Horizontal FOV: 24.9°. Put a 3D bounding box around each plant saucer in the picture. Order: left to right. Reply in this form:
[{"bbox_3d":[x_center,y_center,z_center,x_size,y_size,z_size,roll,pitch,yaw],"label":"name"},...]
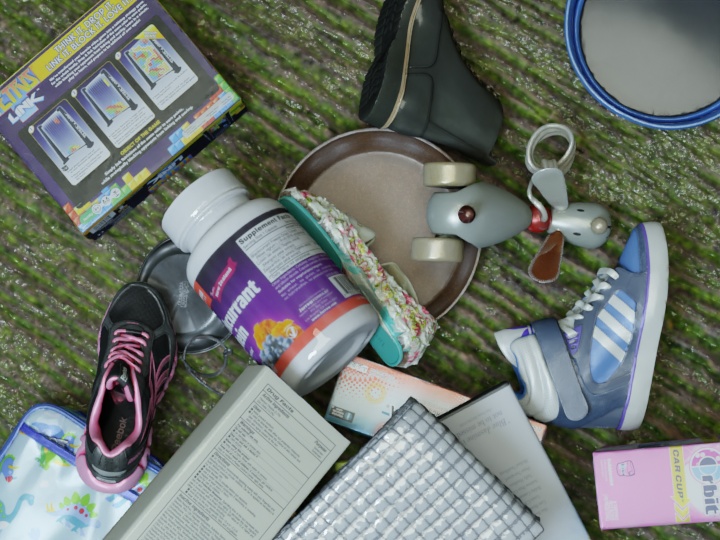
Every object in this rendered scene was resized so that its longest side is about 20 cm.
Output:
[{"bbox_3d":[0.016,-0.034,1.553,0.199,0.034,0.202,0,84,3],"label":"plant saucer"}]

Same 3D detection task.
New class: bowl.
[{"bbox_3d":[0.293,-0.231,1.556,0.199,0.039,0.202,0,84,3],"label":"bowl"}]

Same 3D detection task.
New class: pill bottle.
[{"bbox_3d":[-0.086,0.007,1.465,0.111,0.111,0.200,-42,76,-2],"label":"pill bottle"}]

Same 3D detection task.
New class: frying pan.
[{"bbox_3d":[-0.133,0.039,1.540,0.189,0.031,0.115,29,98,16],"label":"frying pan"}]

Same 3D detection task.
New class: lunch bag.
[{"bbox_3d":[-0.255,0.225,1.518,0.199,0.082,0.161,33,84,4],"label":"lunch bag"}]

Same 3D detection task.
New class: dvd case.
[{"bbox_3d":[0.116,0.220,1.468,0.142,0.018,0.201,-28,93,0],"label":"dvd case"}]

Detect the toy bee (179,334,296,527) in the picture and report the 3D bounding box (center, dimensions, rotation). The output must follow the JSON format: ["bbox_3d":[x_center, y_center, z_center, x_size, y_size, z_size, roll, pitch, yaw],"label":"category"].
[{"bbox_3d":[-0.107,0.165,1.483,0.131,0.109,0.200,-44,101,-16],"label":"toy bee"}]

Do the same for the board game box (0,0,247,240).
[{"bbox_3d":[-0.236,-0.156,1.567,0.200,0.057,0.166,-40,82,-1],"label":"board game box"}]

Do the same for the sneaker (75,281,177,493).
[{"bbox_3d":[-0.210,0.095,1.472,0.078,0.095,0.201,6,65,-2],"label":"sneaker"}]

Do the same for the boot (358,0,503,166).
[{"bbox_3d":[0.085,-0.205,1.560,0.138,0.077,0.201,22,72,-17],"label":"boot"}]

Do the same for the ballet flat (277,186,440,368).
[{"bbox_3d":[0.000,0.000,1.509,0.064,0.076,0.200,-34,88,-32],"label":"ballet flat"}]

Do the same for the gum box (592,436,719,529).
[{"bbox_3d":[0.268,0.185,1.439,0.113,0.200,0.067,-6,84,10],"label":"gum box"}]

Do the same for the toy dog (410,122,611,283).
[{"bbox_3d":[0.142,-0.052,1.487,0.199,0.096,0.133,-18,100,-15],"label":"toy dog"}]

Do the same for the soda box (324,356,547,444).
[{"bbox_3d":[0.070,0.142,1.517,0.199,0.064,0.069,20,86,5],"label":"soda box"}]

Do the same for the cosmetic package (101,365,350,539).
[{"bbox_3d":[-0.115,0.188,1.383,0.104,0.073,0.200,44,75,-11],"label":"cosmetic package"}]

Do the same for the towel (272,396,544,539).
[{"bbox_3d":[0.033,0.232,1.402,0.166,0.086,0.200,45,91,-3],"label":"towel"}]

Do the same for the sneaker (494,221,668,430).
[{"bbox_3d":[0.200,0.046,1.511,0.146,0.081,0.201,8,90,-1],"label":"sneaker"}]

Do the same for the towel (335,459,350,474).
[{"bbox_3d":[0.030,0.262,1.452,0.086,0.018,0.201,-6,92,1],"label":"towel"}]
